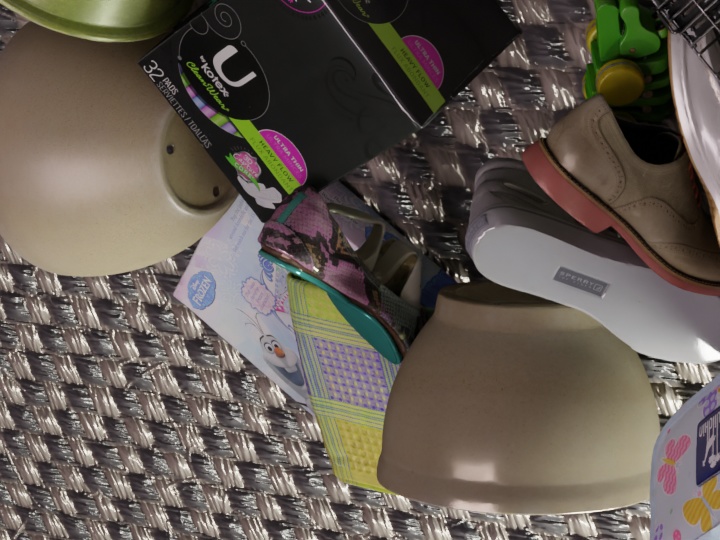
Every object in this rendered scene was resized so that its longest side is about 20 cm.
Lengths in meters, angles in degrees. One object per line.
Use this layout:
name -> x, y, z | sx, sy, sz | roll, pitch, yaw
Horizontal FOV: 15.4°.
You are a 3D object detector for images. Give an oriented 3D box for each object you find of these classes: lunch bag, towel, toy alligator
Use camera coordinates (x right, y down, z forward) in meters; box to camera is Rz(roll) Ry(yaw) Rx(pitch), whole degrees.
lunch bag -> 0.273, 0.102, 1.661 | 0.127, 0.200, 0.170 | 46, 143, 1
towel -> 0.018, 0.094, 1.980 | 0.143, 0.023, 0.200 | 11, 131, 36
toy alligator -> 0.172, -0.139, 1.669 | 0.054, 0.059, 0.200 | -2, 133, -3

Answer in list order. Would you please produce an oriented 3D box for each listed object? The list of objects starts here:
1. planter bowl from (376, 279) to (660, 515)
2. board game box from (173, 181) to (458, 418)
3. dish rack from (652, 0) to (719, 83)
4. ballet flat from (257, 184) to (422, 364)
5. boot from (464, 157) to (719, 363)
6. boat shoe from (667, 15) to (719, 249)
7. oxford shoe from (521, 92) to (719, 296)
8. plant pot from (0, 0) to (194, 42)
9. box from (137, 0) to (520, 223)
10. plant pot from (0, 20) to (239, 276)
planter bowl -> 0.110, 0.079, 1.827 | 0.200, 0.200, 0.135 | 8, 102, 40
board game box -> -0.031, 0.020, 2.010 | 0.199, 0.043, 0.200 | 40, 142, 6
dish rack -> 0.270, -0.139, 1.559 | 0.200, 0.055, 0.153 | 50, 133, 2
ballet flat -> 0.000, 0.000, 1.827 | 0.069, 0.071, 0.200 | 30, 173, 37
boot -> 0.164, -0.014, 1.765 | 0.200, 0.096, 0.074 | 25, 127, -14
boat shoe -> 0.245, -0.071, 1.652 | 0.069, 0.071, 0.201 | -15, 108, 22
oxford shoe -> 0.193, -0.045, 1.675 | 0.075, 0.200, 0.071 | -46, 42, 18
plant pot -> -0.161, -0.288, 1.769 | 0.200, 0.200, 0.190 | 42, 130, 7
box -> -0.023, -0.149, 1.786 | 0.149, 0.124, 0.200 | 52, 142, -8
plant pot -> -0.155, -0.090, 1.901 | 0.134, 0.200, 0.201 | 7, 128, 42
